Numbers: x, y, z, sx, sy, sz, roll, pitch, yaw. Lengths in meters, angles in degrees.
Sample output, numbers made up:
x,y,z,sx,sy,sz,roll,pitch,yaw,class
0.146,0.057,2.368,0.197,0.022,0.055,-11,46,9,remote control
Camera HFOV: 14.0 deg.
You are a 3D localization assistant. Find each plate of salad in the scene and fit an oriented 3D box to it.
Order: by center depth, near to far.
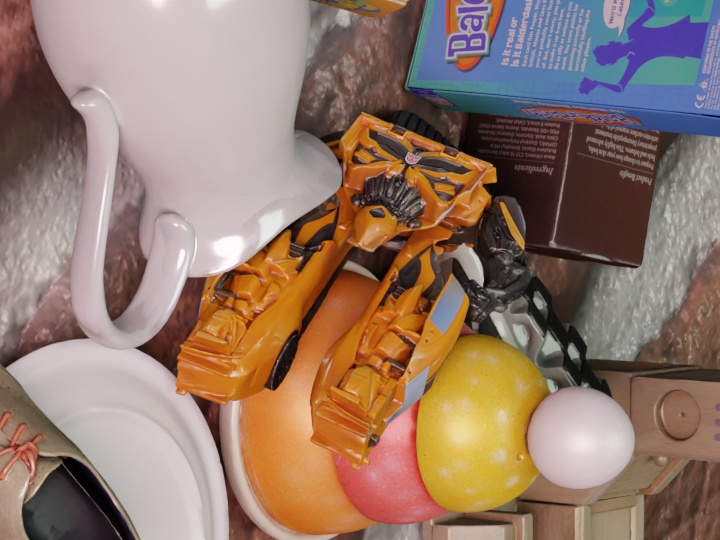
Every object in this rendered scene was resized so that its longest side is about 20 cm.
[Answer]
x,y,z,sx,sy,sz,roll,pitch,yaw,class
-0.135,0.130,1.330,0.200,0.048,0.201,-7,100,-48,plate of salad

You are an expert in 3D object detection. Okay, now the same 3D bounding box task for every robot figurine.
x,y,z,sx,sy,sz,roll,pitch,yaw,class
0.000,0.000,1.401,0.058,0.145,0.200,100,16,-47,robot figurine

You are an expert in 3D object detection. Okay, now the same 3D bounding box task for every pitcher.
x,y,z,sx,sy,sz,roll,pitch,yaw,class
-0.089,-0.078,1.302,0.172,0.121,0.200,-55,147,-35,pitcher

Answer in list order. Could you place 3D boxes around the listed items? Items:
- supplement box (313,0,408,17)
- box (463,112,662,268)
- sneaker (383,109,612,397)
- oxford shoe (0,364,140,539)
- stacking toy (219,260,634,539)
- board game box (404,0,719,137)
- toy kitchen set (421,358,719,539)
x,y,z,sx,sy,sz,roll,pitch,yaw,class
0.008,-0.228,1.431,0.066,0.069,0.200,16,81,-16,supplement box
0.117,-0.107,1.612,0.100,0.075,0.200,12,85,-54,box
0.047,0.014,1.541,0.200,0.088,0.074,60,20,-10,sneaker
-0.155,0.068,1.228,0.200,0.075,0.070,46,63,-17,oxford shoe
0.043,0.076,1.436,0.146,0.200,0.146,-14,108,-51,stacking toy
0.130,-0.152,1.512,0.045,0.200,0.152,23,79,-54,board game box
0.152,0.157,1.613,0.163,0.180,0.201,-4,95,-52,toy kitchen set
